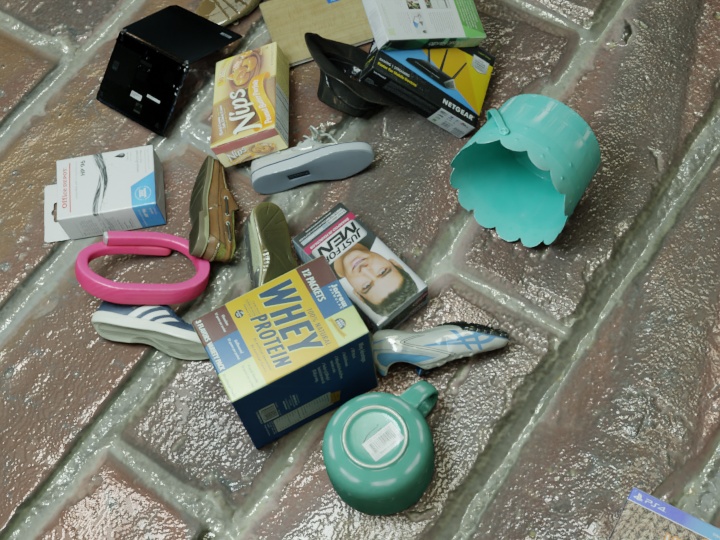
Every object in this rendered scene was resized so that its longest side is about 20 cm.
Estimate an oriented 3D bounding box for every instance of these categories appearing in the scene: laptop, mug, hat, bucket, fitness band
[{"bbox_3d":[-0.328,-0.344,1.822,0.177,0.103,0.200,30,103,31],"label":"laptop"},{"bbox_3d":[0.026,0.229,1.461,0.152,0.114,0.185,2,63,7],"label":"mug"},{"bbox_3d":[-0.025,-0.302,1.755,0.201,0.201,0.081,47,120,24],"label":"hat"},{"bbox_3d":[0.247,-0.153,1.593,0.207,0.207,0.135,28,59,19],"label":"bucket"},{"bbox_3d":[-0.327,-0.005,1.617,0.200,0.037,0.144,0,37,-22],"label":"fitness band"}]

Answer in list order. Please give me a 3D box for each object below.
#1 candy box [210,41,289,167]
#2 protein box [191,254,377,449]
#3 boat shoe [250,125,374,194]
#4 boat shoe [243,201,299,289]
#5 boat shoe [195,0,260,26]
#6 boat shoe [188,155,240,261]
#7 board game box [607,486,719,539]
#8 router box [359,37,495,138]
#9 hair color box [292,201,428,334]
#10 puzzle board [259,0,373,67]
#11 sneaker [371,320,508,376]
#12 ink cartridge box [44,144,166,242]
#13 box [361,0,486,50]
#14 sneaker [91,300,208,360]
[{"bbox_3d":[-0.178,-0.272,1.746,0.115,0.055,0.200,-16,52,18],"label":"candy box"},{"bbox_3d":[-0.098,0.117,1.485,0.200,0.199,0.135,-27,64,-9],"label":"protein box"},{"bbox_3d":[-0.080,-0.187,1.720,0.202,0.075,0.086,-15,58,9],"label":"boat shoe"},{"bbox_3d":[-0.136,-0.001,1.628,0.072,0.066,0.201,-5,79,-30],"label":"boat shoe"},{"bbox_3d":[-0.206,-0.488,1.896,0.200,0.063,0.073,-41,81,-11],"label":"boat shoe"},{"bbox_3d":[-0.228,-0.093,1.689,0.068,0.072,0.200,16,51,-21],"label":"boat shoe"},{"bbox_3d":[0.370,0.405,1.344,0.159,0.097,0.200,24,68,17],"label":"board game box"},{"bbox_3d":[0.110,-0.325,1.721,0.200,0.051,0.149,27,63,-20],"label":"router box"},{"bbox_3d":[0.000,0.000,1.614,0.099,0.061,0.200,-39,66,-14],"label":"hair color box"},{"bbox_3d":[-0.062,-0.437,1.873,0.200,0.017,0.151,-18,61,-4],"label":"puzzle board"},{"bbox_3d":[0.115,0.113,1.548,0.200,0.072,0.073,-5,96,-4],"label":"sneaker"},{"bbox_3d":[-0.420,-0.122,1.717,0.200,0.068,0.116,-10,62,1],"label":"ink cartridge box"},{"bbox_3d":[0.094,-0.422,1.695,0.200,0.036,0.144,-10,77,-32],"label":"box"},{"bbox_3d":[-0.297,0.071,1.603,0.200,0.075,0.085,15,56,8],"label":"sneaker"}]
